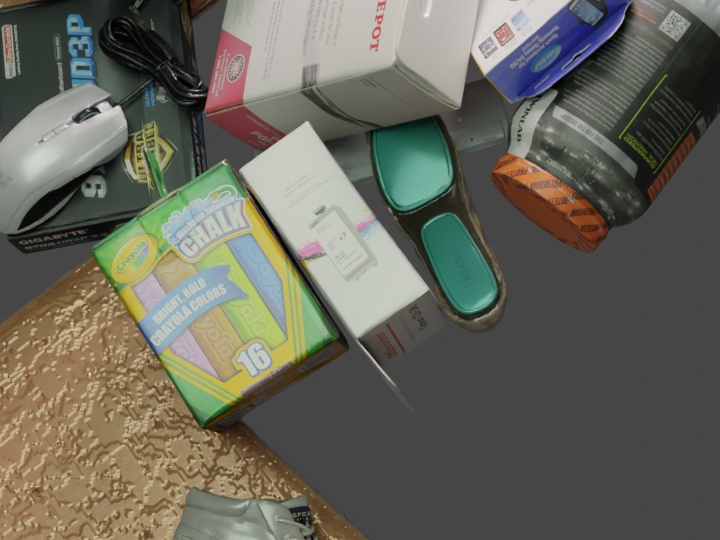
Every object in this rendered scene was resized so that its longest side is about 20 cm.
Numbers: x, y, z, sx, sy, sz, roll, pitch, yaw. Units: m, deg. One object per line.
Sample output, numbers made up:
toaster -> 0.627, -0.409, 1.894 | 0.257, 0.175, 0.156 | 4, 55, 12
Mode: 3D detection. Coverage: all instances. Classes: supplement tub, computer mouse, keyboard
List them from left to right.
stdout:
computer mouse -> -0.219, -0.107, 1.705 | 0.200, 0.044, 0.110 | -42, 70, -3
keyboard -> 0.017, -0.099, 1.723 | 0.199, 0.011, 0.057 | -16, 65, 6
supplement tub -> 0.192, -0.120, 1.630 | 0.122, 0.123, 0.200 | 35, 82, 20

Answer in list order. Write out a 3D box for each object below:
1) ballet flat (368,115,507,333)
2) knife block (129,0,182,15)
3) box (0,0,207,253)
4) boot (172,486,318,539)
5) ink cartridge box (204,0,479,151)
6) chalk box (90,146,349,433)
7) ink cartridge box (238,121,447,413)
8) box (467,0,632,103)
ballet flat -> 0.058, -0.039, 1.661 | 0.068, 0.067, 0.201 | -21, 68, 7
knife block -> -0.155, -0.300, 1.705 | 0.175, 0.064, 0.201 | -11, 65, 0
box -> -0.207, -0.124, 1.757 | 0.158, 0.046, 0.201 | -10, 71, 8
boot -> -0.046, 0.211, 1.598 | 0.199, 0.074, 0.096 | 10, 81, 16
ink cartridge box -> -0.011, -0.181, 1.662 | 0.199, 0.083, 0.147 | -9, 61, 42
chalk box -> -0.114, 0.003, 1.631 | 0.124, 0.124, 0.200 | -34, 83, 0
ink cartridge box -> 0.000, 0.000, 1.632 | 0.067, 0.116, 0.200 | -35, 73, 0
box -> 0.125, -0.207, 1.649 | 0.119, 0.041, 0.200 | -41, 31, 11
